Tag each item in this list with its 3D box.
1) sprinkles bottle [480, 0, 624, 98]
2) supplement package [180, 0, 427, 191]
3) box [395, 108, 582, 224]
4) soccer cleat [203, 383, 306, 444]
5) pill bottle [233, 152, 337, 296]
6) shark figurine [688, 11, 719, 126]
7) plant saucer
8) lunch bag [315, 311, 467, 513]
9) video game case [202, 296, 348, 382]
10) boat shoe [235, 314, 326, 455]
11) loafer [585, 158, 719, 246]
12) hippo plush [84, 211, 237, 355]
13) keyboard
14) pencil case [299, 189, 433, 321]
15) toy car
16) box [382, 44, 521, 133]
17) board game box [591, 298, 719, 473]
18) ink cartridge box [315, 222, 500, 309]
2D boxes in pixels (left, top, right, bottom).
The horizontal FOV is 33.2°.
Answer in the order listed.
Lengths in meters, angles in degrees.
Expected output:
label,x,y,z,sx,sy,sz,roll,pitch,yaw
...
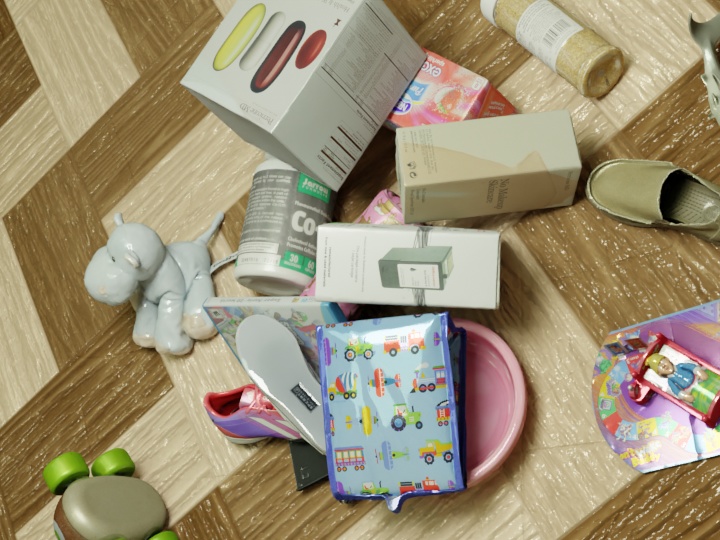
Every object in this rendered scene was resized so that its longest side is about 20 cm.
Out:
label,x,y,z,sx,sy,sz,roll,pitch,yaw
sprinkles bottle,0.226,-0.283,1.438,0.068,0.068,0.200,-48,52,9
supplement package,-0.069,-0.241,1.446,0.191,0.147,0.201,30,84,40
box,0.141,-0.116,1.360,0.198,0.095,0.078,-7,64,0
soccer cleat,-0.104,0.167,1.473,0.198,0.073,0.069,-12,46,33
pill bottle,-0.091,-0.074,1.545,0.112,0.113,0.202,-1,71,34
shark figurine,0.413,-0.186,1.282,0.089,0.129,0.216,-11,44,3
plant saucer,0.093,0.154,1.349,0.199,0.051,0.203,-10,62,20
lunch bag,0.037,0.158,1.298,0.149,0.094,0.202,-7,72,18
video game case,-0.083,0.088,1.457,0.198,0.144,0.018,-2,41,37
boat shoe,-0.079,0.142,1.407,0.073,0.065,0.201,-31,71,-15
loafer,0.325,-0.082,1.289,0.199,0.067,0.077,17,81,38
hippo plush,-0.271,0.013,1.604,0.200,0.160,0.160,-43,53,13
keyboard,0.003,0.211,1.426,0.199,0.021,0.128,-31,51,22
pencil case,0.000,0.000,1.466,0.200,0.086,0.083,-51,19,8
toy car,-0.353,0.356,1.543,0.200,0.157,0.165,-49,62,22
box,0.083,-0.208,1.490,0.200,0.094,0.103,36,93,39
board game box,0.322,0.113,1.229,0.199,0.039,0.160,-20,61,28
ink cartridge box,0.057,-0.007,1.341,0.198,0.146,0.085,3,94,5
